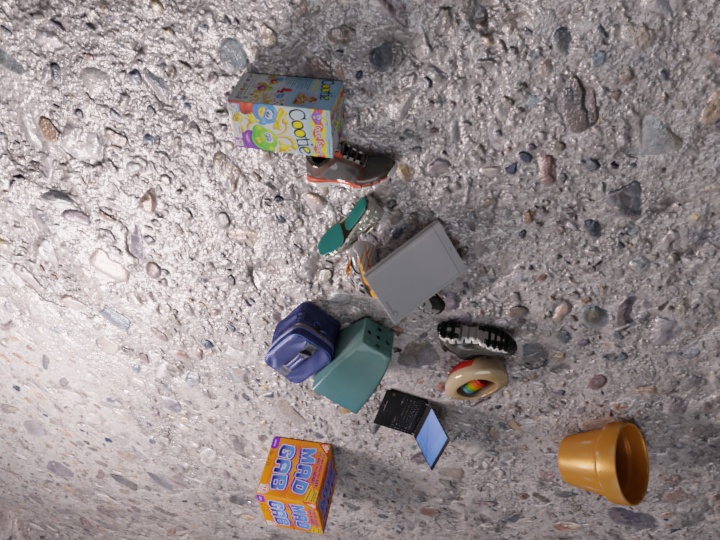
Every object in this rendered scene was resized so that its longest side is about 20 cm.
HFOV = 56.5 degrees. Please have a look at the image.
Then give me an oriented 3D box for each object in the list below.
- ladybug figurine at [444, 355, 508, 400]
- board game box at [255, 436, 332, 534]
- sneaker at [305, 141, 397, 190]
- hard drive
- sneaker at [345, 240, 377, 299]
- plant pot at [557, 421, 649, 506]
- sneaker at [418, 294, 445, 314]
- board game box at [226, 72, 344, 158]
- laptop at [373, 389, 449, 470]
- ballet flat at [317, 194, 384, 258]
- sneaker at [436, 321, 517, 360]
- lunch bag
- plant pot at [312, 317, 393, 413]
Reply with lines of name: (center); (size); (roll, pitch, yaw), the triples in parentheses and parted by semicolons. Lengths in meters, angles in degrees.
ladybug figurine: (0.288, 0.268, 1.689); (0.133, 0.073, 0.199); (22, 142, -25)
board game box: (-0.199, 0.687, 2.143); (0.194, 0.203, 0.203); (5, 135, 12)
sneaker: (-0.024, -0.214, 1.333); (0.195, 0.078, 0.083); (-2, 126, 16)
hard drive: (0.118, 0.004, 1.440); (0.198, 0.027, 0.133); (-36, 111, -2)
sneaker: (0.000, 0.000, 1.509); (0.075, 0.080, 0.202); (12, 151, 19)
plant pot: (0.627, 0.502, 1.757); (0.181, 0.203, 0.200); (-13, 131, 45)
sneaker: (0.134, 0.030, 1.511); (0.198, 0.067, 0.091); (30, 105, -32)
board game box: (-0.137, -0.294, 1.265); (0.194, 0.106, 0.105); (8, 136, 9)
laptop: (0.140, 0.451, 1.894); (0.195, 0.105, 0.179); (17, 135, -1)
ballet flat: (-0.017, -0.084, 1.461); (0.071, 0.073, 0.199); (34, 133, -18)
sneaker: (0.280, 0.180, 1.627); (0.195, 0.067, 0.092); (9, 138, 12)
lunch bag: (-0.146, 0.191, 1.708); (0.134, 0.134, 0.200); (33, 133, -17)
plant pot: (-0.005, 0.230, 1.705); (0.140, 0.143, 0.201); (31, 126, -15)
